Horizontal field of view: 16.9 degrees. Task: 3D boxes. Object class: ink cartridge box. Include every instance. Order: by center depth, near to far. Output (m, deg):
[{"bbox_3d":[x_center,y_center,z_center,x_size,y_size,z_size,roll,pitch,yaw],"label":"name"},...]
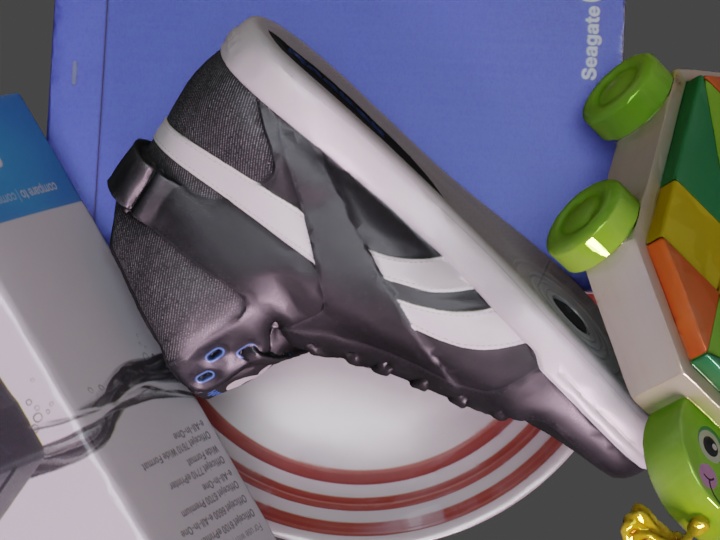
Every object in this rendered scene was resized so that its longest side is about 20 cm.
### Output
[{"bbox_3d":[-0.137,0.064,0.814,0.145,0.084,0.200,-32,87,21],"label":"ink cartridge box"}]

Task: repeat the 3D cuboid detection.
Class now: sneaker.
[{"bbox_3d":[0.002,0.020,0.812,0.200,0.073,0.112,44,104,-1],"label":"sneaker"}]

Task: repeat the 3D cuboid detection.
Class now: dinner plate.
[{"bbox_3d":[0.000,0.000,0.873,0.200,0.024,0.200,0,86,-1],"label":"dinner plate"}]

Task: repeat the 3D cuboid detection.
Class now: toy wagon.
[{"bbox_3d":[0.128,0.022,0.799,0.155,0.200,0.040,42,130,-20],"label":"toy wagon"}]

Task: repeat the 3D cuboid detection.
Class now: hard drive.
[{"bbox_3d":[-0.008,-0.063,0.853,0.200,0.025,0.132,3,86,0],"label":"hard drive"}]
